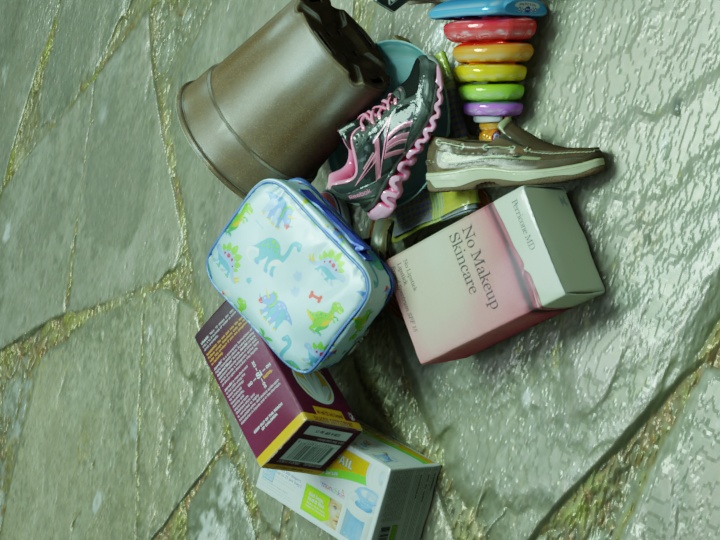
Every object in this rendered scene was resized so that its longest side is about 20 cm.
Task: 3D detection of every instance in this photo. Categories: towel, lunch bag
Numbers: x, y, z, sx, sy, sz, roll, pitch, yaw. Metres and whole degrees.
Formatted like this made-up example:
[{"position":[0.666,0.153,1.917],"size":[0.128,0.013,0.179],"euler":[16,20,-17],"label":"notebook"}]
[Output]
[{"position":[0.071,-0.146,1.467],"size":[0.142,0.023,0.204],"euler":[-18,77,42],"label":"towel"},{"position":[-0.066,0.003,1.379],"size":[0.200,0.082,0.162],"euler":[44,112,19],"label":"lunch bag"}]

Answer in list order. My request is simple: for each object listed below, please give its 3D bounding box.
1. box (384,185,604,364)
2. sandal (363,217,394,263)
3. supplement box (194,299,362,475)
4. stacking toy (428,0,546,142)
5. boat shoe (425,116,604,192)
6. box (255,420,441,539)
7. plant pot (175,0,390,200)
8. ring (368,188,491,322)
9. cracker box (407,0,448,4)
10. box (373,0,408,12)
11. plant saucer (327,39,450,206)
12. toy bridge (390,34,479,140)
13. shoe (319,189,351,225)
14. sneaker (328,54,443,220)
[{"position":[0.146,0.006,1.349],"size":[0.199,0.108,0.130],"euler":[-29,75,32],"label":"box"},{"position":[0.000,0.000,1.457],"size":[0.201,0.054,0.083],"euler":[106,174,-64],"label":"sandal"},{"position":[-0.098,0.132,1.434],"size":[0.086,0.110,0.201],"euler":[-45,55,19],"label":"supplement box"},{"position":[0.149,-0.209,1.399],"size":[0.109,0.115,0.204],"euler":[6,101,42],"label":"stacking toy"},{"position":[0.166,-0.131,1.346],"size":[0.199,0.075,0.076],"euler":[-4,96,15],"label":"boat shoe"},{"position":[-0.018,0.249,1.484],"size":[0.198,0.101,0.114],"euler":[22,100,40],"label":"box"},{"position":[-0.081,-0.206,1.443],"size":[0.198,0.199,0.202],"euler":[-39,62,26],"label":"plant pot"},{"position":[0.082,-0.031,1.481],"size":[0.198,0.019,0.204],"euler":[-5,83,41],"label":"ring"},{"position":[0.136,-0.387,1.420],"size":[0.198,0.057,0.136],"euler":[5,71,41],"label":"cracker box"},{"position":[0.072,-0.434,1.407],"size":[0.199,0.047,0.196],"euler":[-32,58,29],"label":"box"},{"position":[0.036,-0.173,1.468],"size":[0.198,0.027,0.204],"euler":[-1,88,43],"label":"plant saucer"},{"position":[0.078,-0.196,1.495],"size":[0.067,0.027,0.201],"euler":[-49,57,29],"label":"toy bridge"},{"position":[-0.072,-0.006,1.563],"size":[0.071,0.090,0.204],"euler":[11,93,40],"label":"shoe"},{"position":[0.025,-0.157,1.385],"size":[0.079,0.094,0.202],"euler":[-108,40,-66],"label":"sneaker"}]
